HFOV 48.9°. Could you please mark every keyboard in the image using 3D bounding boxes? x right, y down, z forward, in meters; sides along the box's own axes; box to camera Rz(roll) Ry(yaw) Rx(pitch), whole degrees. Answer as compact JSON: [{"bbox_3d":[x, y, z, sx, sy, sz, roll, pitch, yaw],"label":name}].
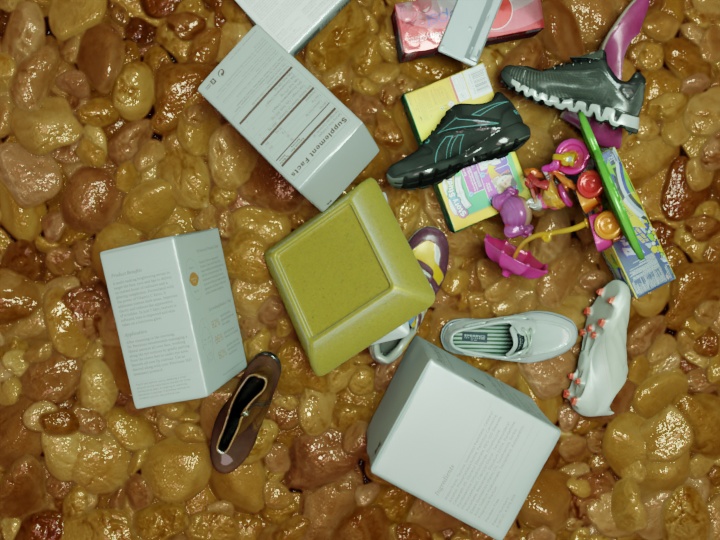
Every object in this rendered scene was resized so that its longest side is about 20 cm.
[{"bbox_3d":[0.163,-0.372,1.040,0.055,0.011,0.203,22,90,3],"label":"keyboard"}]

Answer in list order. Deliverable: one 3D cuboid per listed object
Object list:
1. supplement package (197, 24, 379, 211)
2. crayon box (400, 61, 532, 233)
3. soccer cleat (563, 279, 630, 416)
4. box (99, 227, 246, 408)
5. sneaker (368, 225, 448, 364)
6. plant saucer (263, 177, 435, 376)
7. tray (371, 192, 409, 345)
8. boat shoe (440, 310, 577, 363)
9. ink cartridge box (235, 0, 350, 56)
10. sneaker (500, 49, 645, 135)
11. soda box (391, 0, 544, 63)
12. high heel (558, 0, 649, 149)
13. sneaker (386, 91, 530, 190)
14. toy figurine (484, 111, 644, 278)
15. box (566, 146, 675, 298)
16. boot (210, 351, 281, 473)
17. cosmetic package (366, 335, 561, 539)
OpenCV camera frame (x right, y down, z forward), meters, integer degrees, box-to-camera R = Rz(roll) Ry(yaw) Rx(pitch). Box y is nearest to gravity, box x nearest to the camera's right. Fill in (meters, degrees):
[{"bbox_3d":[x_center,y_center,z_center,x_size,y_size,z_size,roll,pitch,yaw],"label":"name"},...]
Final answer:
[{"bbox_3d":[-0.090,-0.194,1.024,0.117,0.117,0.200,-46,75,2],"label":"supplement package"},{"bbox_3d":[0.145,-0.168,1.093,0.117,0.058,0.203,-21,96,0],"label":"crayon box"},{"bbox_3d":[0.350,0.111,1.123,0.076,0.069,0.203,10,105,-11],"label":"soccer cleat"},{"bbox_3d":[-0.240,0.057,1.044,0.104,0.152,0.204,-11,95,13],"label":"box"},{"bbox_3d":[0.071,0.037,1.092,0.074,0.090,0.203,22,95,-5],"label":"sneaker"},{"bbox_3d":[-0.030,0.004,1.044,0.199,0.048,0.202,-33,68,16],"label":"plant saucer"},{"bbox_3d":[0.000,0.000,1.070,0.106,0.022,0.204,-15,74,22],"label":"tray"},{"bbox_3d":[0.214,0.100,1.115,0.196,0.067,0.075,-5,96,-2],"label":"boat shoe"},{"bbox_3d":[-0.109,-0.414,1.072,0.160,0.047,0.200,-43,92,2],"label":"ink cartridge box"},{"bbox_3d":[0.287,-0.253,1.053,0.197,0.066,0.092,22,106,16],"label":"sneaker"},{"bbox_3d":[0.144,-0.339,1.076,0.196,0.063,0.071,-12,95,-2],"label":"soda box"},{"bbox_3d":[0.362,-0.272,1.083,0.095,0.067,0.202,30,98,6],"label":"high heel"},{"bbox_3d":[0.120,-0.167,1.037,0.197,0.075,0.080,-22,82,-6],"label":"sneaker"},{"bbox_3d":[0.241,-0.074,1.025,0.182,0.150,0.203,-23,80,20],"label":"toy figurine"},{"bbox_3d":[0.358,-0.067,1.104,0.064,0.070,0.202,-26,96,2],"label":"box"},{"bbox_3d":[-0.157,0.208,1.044,0.068,0.200,0.190,32,93,-4],"label":"boot"},{"bbox_3d":[0.130,0.220,1.072,0.198,0.167,0.168,28,94,-5],"label":"cosmetic package"}]
